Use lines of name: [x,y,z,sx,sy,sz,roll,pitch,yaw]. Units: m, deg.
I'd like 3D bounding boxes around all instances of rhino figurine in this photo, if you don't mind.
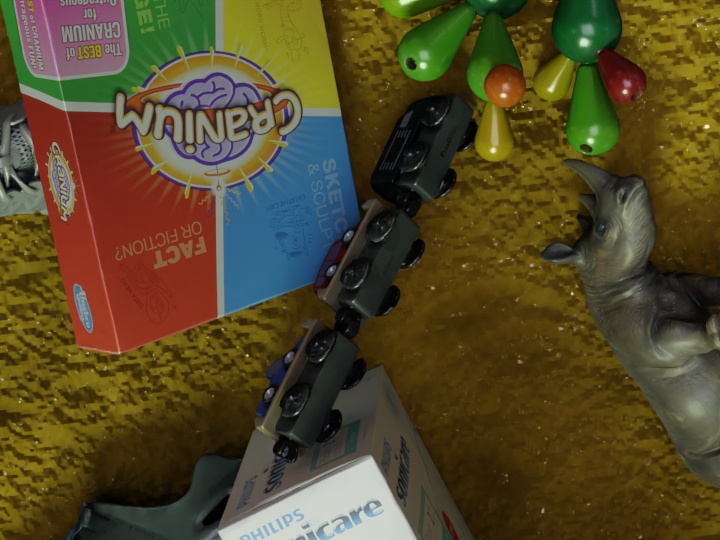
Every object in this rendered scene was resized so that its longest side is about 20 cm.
rhino figurine: [0.157,0.028,0.763,0.201,0.060,0.087,53,144,-8]

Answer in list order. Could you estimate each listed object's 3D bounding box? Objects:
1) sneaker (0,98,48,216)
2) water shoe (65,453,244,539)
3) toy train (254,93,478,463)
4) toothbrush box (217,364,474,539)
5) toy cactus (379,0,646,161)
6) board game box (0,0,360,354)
sneaker: [-0.164,-0.049,0.743,0.198,0.116,0.076,-15,102,7]
water shoe: [-0.134,0.162,0.826,0.199,0.071,0.079,-25,73,10]
toy train: [0.000,0.000,0.740,0.034,0.046,0.201,40,66,-34]
toothbrush box: [0.018,0.168,0.767,0.085,0.146,0.201,-27,99,8]
toy cactus: [0.078,-0.155,0.725,0.165,0.102,0.200,-41,89,1]
board game box: [-0.081,-0.080,0.724,0.152,0.040,0.202,-21,106,-36]
